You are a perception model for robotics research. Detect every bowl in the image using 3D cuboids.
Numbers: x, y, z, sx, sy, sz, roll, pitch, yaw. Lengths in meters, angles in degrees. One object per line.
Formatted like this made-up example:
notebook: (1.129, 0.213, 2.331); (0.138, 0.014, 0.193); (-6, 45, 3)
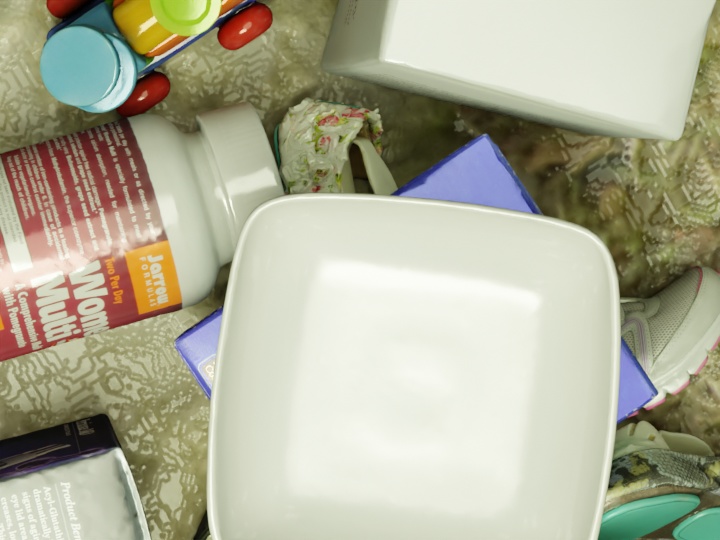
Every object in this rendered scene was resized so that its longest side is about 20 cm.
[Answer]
bowl: (0.027, 0.065, 1.202); (0.199, 0.075, 0.201); (6, 89, 1)

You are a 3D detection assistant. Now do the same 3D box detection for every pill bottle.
pill bottle: (-0.143, -0.022, 1.299); (0.199, 0.110, 0.110); (-16, 97, -8)

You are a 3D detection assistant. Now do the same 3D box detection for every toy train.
toy train: (-0.082, -0.155, 1.278); (0.200, 0.116, 0.085); (-33, 99, 10)

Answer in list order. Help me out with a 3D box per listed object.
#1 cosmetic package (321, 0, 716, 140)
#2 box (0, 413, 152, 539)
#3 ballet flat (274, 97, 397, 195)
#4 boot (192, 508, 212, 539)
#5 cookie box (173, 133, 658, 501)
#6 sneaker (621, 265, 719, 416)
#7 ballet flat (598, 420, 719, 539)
cosmetic package: (0.089, -0.169, 1.281); (0.166, 0.200, 0.168); (14, 91, -10)
box: (-0.213, 0.158, 1.282); (0.199, 0.148, 0.105); (-15, 96, -9)
ballet flat: (0.000, 0.000, 1.339); (0.064, 0.076, 0.201); (-9, 98, 30)
boot: (-0.011, 0.211, 1.357); (0.199, 0.073, 0.182); (22, 104, -4)
cookie box: (0.029, 0.051, 1.280); (0.200, 0.075, 0.171); (-33, 93, 1)
sneaker: (0.119, 0.046, 1.362); (0.200, 0.081, 0.088); (-31, 100, -7)
ballet flat: (0.168, 0.121, 1.344); (0.200, 0.072, 0.072); (13, 93, -53)
